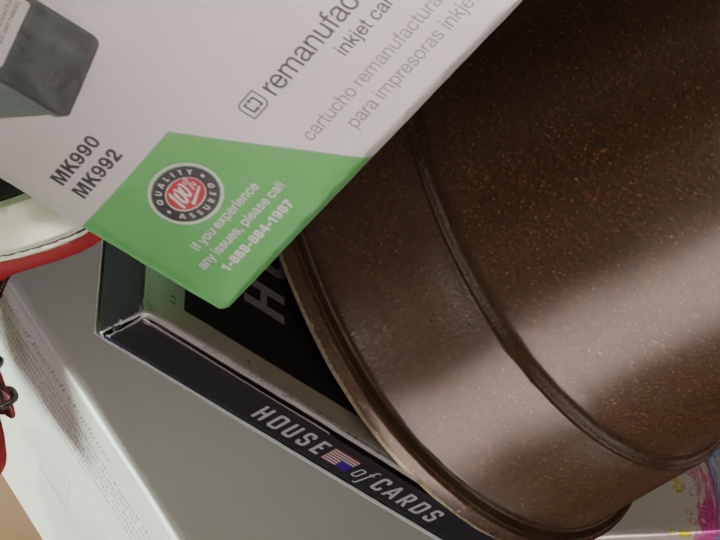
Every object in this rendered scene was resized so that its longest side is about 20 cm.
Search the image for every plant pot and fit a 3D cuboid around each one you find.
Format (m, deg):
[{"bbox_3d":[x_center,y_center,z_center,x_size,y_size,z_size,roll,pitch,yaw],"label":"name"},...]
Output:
[{"bbox_3d":[0.107,-0.042,0.765,0.198,0.200,0.200,-27,146,30],"label":"plant pot"}]

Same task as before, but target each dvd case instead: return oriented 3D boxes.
[{"bbox_3d":[0.000,0.000,0.791,0.025,0.150,0.200,-27,136,32],"label":"dvd case"}]

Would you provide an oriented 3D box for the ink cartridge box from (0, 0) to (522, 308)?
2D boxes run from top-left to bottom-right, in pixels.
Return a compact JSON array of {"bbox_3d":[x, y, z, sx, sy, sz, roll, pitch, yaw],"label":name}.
[{"bbox_3d":[-0.074,-0.102,0.640,0.200,0.084,0.146,31,131,-17],"label":"ink cartridge box"}]

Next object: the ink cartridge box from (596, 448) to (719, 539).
[{"bbox_3d":[0.152,0.072,1.100,0.200,0.129,0.125,-4,157,9],"label":"ink cartridge box"}]

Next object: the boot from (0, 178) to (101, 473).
[{"bbox_3d":[-0.128,0.013,0.846,0.200,0.072,0.144,-8,131,37],"label":"boot"}]

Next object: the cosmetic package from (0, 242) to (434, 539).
[{"bbox_3d":[-0.054,0.066,0.969,0.123,0.199,0.200,-30,166,-18],"label":"cosmetic package"}]
